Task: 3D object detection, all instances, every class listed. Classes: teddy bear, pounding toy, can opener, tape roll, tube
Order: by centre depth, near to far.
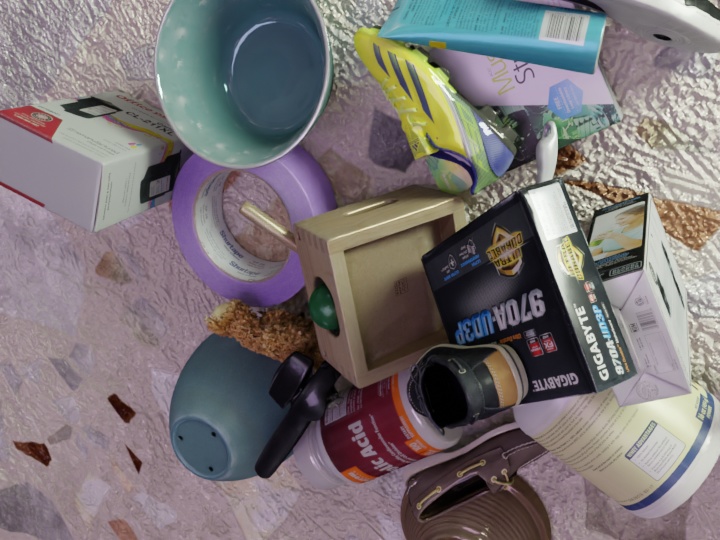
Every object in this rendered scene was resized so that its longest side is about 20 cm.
[{"bbox_3d":[0.120,-0.222,0.661,0.196,0.078,0.051,15,143,15],"label":"tube"},{"bbox_3d":[0.000,0.000,0.775,0.142,0.197,0.188,27,132,62],"label":"pounding toy"},{"bbox_3d":[-0.076,0.174,0.860,0.078,0.063,0.202,38,128,17],"label":"can opener"},{"bbox_3d":[-0.127,-0.062,0.875,0.196,0.066,0.204,9,114,21],"label":"tape roll"},{"bbox_3d":[-0.094,0.087,0.878,0.197,0.068,0.145,19,164,-18],"label":"teddy bear"}]

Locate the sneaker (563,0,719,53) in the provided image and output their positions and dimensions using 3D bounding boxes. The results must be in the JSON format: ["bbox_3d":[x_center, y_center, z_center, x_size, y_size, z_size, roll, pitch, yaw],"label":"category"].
[{"bbox_3d":[0.245,-0.272,0.621,0.197,0.073,0.114,21,95,-5],"label":"sneaker"}]

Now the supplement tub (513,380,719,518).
[{"bbox_3d":[0.248,0.136,0.746,0.199,0.145,0.146,36,121,5],"label":"supplement tub"}]

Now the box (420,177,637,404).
[{"bbox_3d":[0.132,0.032,0.627,0.162,0.045,0.200,71,158,7],"label":"box"}]

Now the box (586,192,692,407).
[{"bbox_3d":[0.252,0.019,0.664,0.059,0.200,0.118,-19,105,29],"label":"box"}]

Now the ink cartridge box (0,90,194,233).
[{"bbox_3d":[-0.293,-0.134,0.840,0.144,0.200,0.084,25,117,11],"label":"ink cartridge box"}]

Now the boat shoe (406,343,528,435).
[{"bbox_3d":[0.078,0.108,0.666,0.076,0.061,0.200,69,159,5],"label":"boat shoe"}]

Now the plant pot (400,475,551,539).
[{"bbox_3d":[0.134,0.344,0.915,0.197,0.093,0.205,9,114,21],"label":"plant pot"}]

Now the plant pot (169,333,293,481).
[{"bbox_3d":[-0.175,0.196,0.964,0.196,0.135,0.204,9,114,20],"label":"plant pot"}]

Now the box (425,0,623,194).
[{"bbox_3d":[0.140,-0.176,0.727,0.198,0.036,0.146,-22,101,31],"label":"box"}]

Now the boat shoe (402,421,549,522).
[{"bbox_3d":[0.144,0.234,0.852,0.197,0.060,0.072,-25,137,12],"label":"boat shoe"}]

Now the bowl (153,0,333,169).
[{"bbox_3d":[-0.106,-0.210,0.766,0.197,0.105,0.205,3,98,18],"label":"bowl"}]

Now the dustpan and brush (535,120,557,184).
[{"bbox_3d":[0.166,-0.040,0.700,0.139,0.056,0.205,11,105,60],"label":"dustpan and brush"}]

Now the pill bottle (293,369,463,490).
[{"bbox_3d":[0.017,0.190,0.888,0.198,0.114,0.115,-32,97,31],"label":"pill bottle"}]

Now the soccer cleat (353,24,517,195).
[{"bbox_3d":[0.062,-0.156,0.707,0.199,0.065,0.084,41,102,1],"label":"soccer cleat"}]
